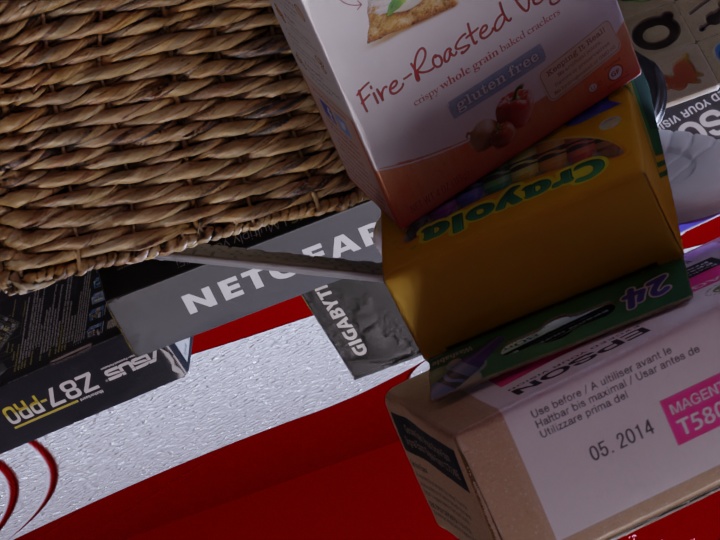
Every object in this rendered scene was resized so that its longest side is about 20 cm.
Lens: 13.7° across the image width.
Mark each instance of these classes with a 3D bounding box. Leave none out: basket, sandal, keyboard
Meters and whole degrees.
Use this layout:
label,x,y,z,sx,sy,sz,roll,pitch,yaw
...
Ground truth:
label,x,y,z,sx,sy,sz,roll,pitch,yaw
basket,-0.109,-0.093,1.365,0.200,0.149,0.143,-16,-160,-23
sandal,0.101,-0.025,1.424,0.202,0.050,0.082,-5,-149,36
keyboard,0.000,0.000,1.407,0.199,0.011,0.056,6,180,-1

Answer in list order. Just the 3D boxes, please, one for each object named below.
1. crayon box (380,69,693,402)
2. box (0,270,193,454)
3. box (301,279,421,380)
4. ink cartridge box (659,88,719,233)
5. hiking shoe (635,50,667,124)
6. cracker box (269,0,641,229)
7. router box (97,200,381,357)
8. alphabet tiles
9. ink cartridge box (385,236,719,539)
label,x,y,z,sx,sy,sz,roll,pitch,yaw
crayon box,0.074,-0.034,1.348,0.125,0.052,0.200,-22,-152,11
box,-0.168,0.012,1.699,0.161,0.049,0.200,-22,-147,16
box,0.022,-0.044,1.749,0.159,0.200,0.049,-22,-147,15
ink cartridge box,0.156,-0.094,1.751,0.198,0.200,0.043,-28,-154,33
hiking shoe,0.048,-0.081,1.470,0.199,0.076,0.101,-2,174,23
cracker box,0.029,-0.134,1.281,0.134,0.058,0.200,-33,130,-10
router box,-0.051,-0.058,1.598,0.200,0.157,0.052,-21,138,3
alphabet tiles,0.128,-0.138,1.566,0.200,0.167,0.006,-20,138,-3
ink cartridge box,0.125,0.053,1.315,0.200,0.075,0.165,-24,-173,-8
